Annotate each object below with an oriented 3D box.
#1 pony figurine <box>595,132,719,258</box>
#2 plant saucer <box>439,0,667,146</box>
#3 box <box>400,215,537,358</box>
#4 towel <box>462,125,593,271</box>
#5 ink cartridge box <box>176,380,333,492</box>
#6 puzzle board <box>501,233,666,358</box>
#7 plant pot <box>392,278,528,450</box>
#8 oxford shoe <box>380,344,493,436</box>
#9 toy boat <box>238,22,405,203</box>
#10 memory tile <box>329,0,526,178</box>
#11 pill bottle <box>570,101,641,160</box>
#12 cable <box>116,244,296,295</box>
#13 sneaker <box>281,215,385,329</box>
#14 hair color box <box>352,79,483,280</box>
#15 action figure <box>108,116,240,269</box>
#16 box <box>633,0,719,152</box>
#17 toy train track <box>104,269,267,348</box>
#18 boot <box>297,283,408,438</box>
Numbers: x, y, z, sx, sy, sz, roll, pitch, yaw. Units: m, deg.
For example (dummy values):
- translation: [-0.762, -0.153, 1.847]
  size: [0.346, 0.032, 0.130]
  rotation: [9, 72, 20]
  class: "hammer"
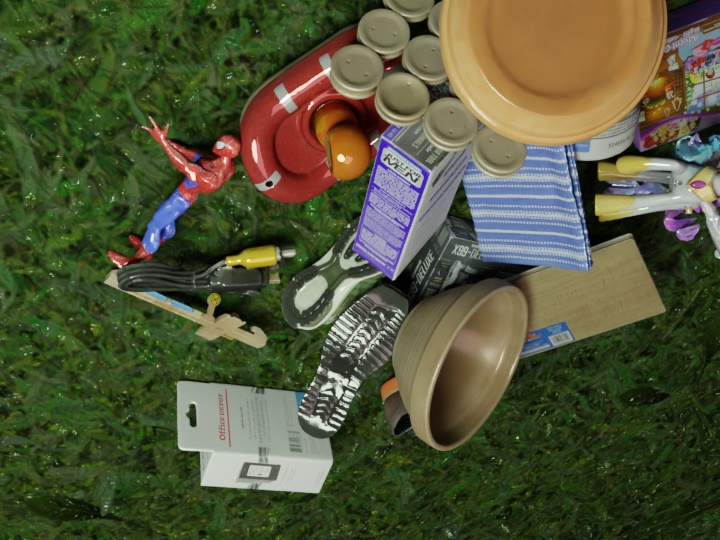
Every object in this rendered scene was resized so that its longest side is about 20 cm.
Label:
- translation: [0.356, -0.084, 0.927]
  size: [0.197, 0.193, 0.170]
  rotation: [0, 89, 18]
  class: "pony figurine"
- translation: [0.166, -0.209, 0.738]
  size: [0.196, 0.037, 0.204]
  rotation: [0, 96, 1]
  class: "plant saucer"
- translation: [0.156, 0.025, 1.074]
  size: [0.197, 0.050, 0.159]
  rotation: [10, 125, -21]
  class: "box"
- translation: [0.163, -0.091, 0.910]
  size: [0.024, 0.143, 0.203]
  rotation: [-38, 121, -38]
  class: "towel"
- translation: [-0.143, 0.213, 1.111]
  size: [0.197, 0.117, 0.067]
  rotation: [9, 127, -20]
  class: "ink cartridge box"
- translation: [0.248, 0.035, 1.035]
  size: [0.197, 0.018, 0.151]
  rotation: [-21, 136, 22]
  class: "puzzle board"
- translation: [0.101, 0.092, 0.985]
  size: [0.200, 0.092, 0.203]
  rotation: [-34, 138, -37]
  class: "plant pot"
- translation: [0.107, 0.155, 1.119]
  size: [0.070, 0.074, 0.199]
  rotation: [19, 140, -34]
  class: "oxford shoe"
- translation: [-0.024, -0.136, 0.846]
  size: [0.198, 0.132, 0.131]
  rotation: [-31, 129, 12]
  class: "toy boat"
- translation: [0.083, -0.180, 0.794]
  size: [0.198, 0.154, 0.017]
  rotation: [30, 156, 5]
  class: "memory tile"
- translation: [0.228, -0.222, 0.849]
  size: [0.112, 0.115, 0.202]
  rotation: [-9, 131, -6]
  class: "pill bottle"
- translation: [-0.172, 0.000, 0.958]
  size: [0.197, 0.051, 0.097]
  rotation: [0, 163, -23]
  class: "cable"
- translation: [0.000, 0.000, 1.019]
  size: [0.199, 0.078, 0.088]
  rotation: [-36, 155, 15]
  class: "sneaker"
- translation: [0.057, -0.089, 0.872]
  size: [0.064, 0.110, 0.201]
  rotation: [36, 151, 10]
  class: "hair color box"
- translation: [-0.201, -0.090, 0.879]
  size: [0.199, 0.065, 0.099]
  rotation: [-36, 101, 30]
  class: "action figure"
- translation: [0.383, -0.225, 0.934]
  size: [0.197, 0.039, 0.138]
  rotation: [-20, 131, 3]
  class: "box"
- translation: [-0.197, 0.038, 1.004]
  size: [0.198, 0.033, 0.114]
  rotation: [25, 155, -23]
  class: "toy train track"
- translation: [-0.009, 0.091, 1.057]
  size: [0.077, 0.138, 0.201]
  rotation: [35, 104, -2]
  class: "boot"
